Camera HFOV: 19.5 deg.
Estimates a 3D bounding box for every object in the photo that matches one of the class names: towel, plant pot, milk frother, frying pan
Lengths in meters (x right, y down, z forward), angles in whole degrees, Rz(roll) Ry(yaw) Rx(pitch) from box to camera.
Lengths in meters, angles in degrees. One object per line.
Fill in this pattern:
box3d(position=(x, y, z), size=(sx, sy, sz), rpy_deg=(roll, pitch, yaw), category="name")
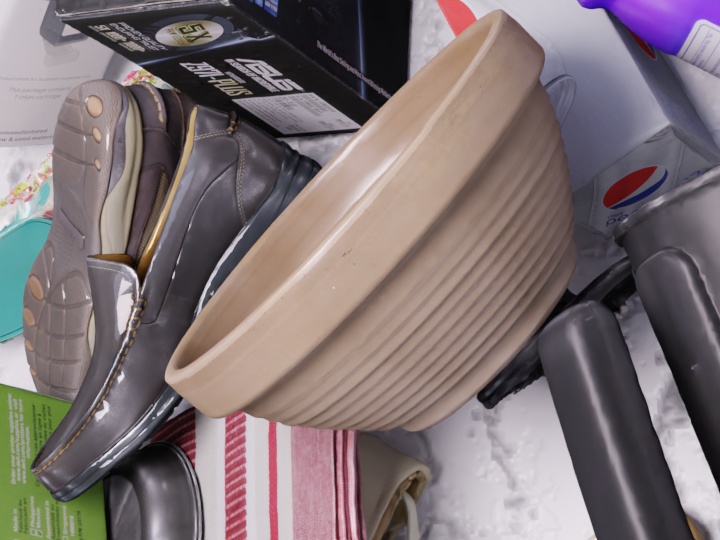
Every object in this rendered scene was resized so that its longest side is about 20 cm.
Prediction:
box3d(position=(-0.054, 0.123, 0.968), size=(0.200, 0.023, 0.144), rpy_deg=(-31, 54, 52), category="towel")
box3d(position=(0.020, -0.001, 0.840), size=(0.093, 0.201, 0.201), rpy_deg=(43, 104, -8), category="plant pot")
box3d(position=(0.156, 0.067, 0.856), size=(0.180, 0.200, 0.189), rpy_deg=(-18, 78, -7), category="milk frother")
box3d(position=(-0.126, 0.171, 1.030), size=(0.190, 0.031, 0.115), rpy_deg=(-64, 32, 19), category="frying pan")

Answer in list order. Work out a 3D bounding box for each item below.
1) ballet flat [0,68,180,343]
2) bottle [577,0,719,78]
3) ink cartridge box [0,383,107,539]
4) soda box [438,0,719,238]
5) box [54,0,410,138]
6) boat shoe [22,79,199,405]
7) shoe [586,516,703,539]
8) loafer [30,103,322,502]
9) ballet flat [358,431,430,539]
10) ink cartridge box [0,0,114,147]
box3d(position=(-0.147, -0.036, 1.100), size=(0.200, 0.076, 0.064), rpy_deg=(-39, 30, 13), category="ballet flat")
box3d(position=(0.152, -0.117, 0.876), size=(0.200, 0.084, 0.065), rpy_deg=(28, 87, 4), category="bottle")
box3d(position=(-0.213, 0.165, 1.035), size=(0.200, 0.076, 0.148), rpy_deg=(-33, 51, 35), category="ink cartridge box")
box3d(position=(0.083, -0.117, 0.964), size=(0.068, 0.063, 0.200), rpy_deg=(-35, 62, 20), category="soda box")
box3d(position=(-0.050, -0.167, 0.981), size=(0.086, 0.200, 0.164), rpy_deg=(-3, 76, 24), category="box")
box3d(position=(-0.117, -0.002, 1.043), size=(0.075, 0.073, 0.200), rpy_deg=(52, 137, 41), category="boat shoe")
box3d(position=(0.086, 0.189, 0.901), size=(0.070, 0.053, 0.200), rpy_deg=(31, 95, 33), category="shoe")
box3d(position=(-0.101, 0.015, 0.984), size=(0.200, 0.072, 0.073), rpy_deg=(-56, 16, -7), category="loafer")
box3d(position=(-0.008, 0.174, 0.961), size=(0.069, 0.069, 0.201), rpy_deg=(7, 81, 32), category="ballet flat")
box3d(position=(-0.179, -0.185, 1.094), size=(0.146, 0.085, 0.200), rpy_deg=(52, 129, 30), category="ink cartridge box")
